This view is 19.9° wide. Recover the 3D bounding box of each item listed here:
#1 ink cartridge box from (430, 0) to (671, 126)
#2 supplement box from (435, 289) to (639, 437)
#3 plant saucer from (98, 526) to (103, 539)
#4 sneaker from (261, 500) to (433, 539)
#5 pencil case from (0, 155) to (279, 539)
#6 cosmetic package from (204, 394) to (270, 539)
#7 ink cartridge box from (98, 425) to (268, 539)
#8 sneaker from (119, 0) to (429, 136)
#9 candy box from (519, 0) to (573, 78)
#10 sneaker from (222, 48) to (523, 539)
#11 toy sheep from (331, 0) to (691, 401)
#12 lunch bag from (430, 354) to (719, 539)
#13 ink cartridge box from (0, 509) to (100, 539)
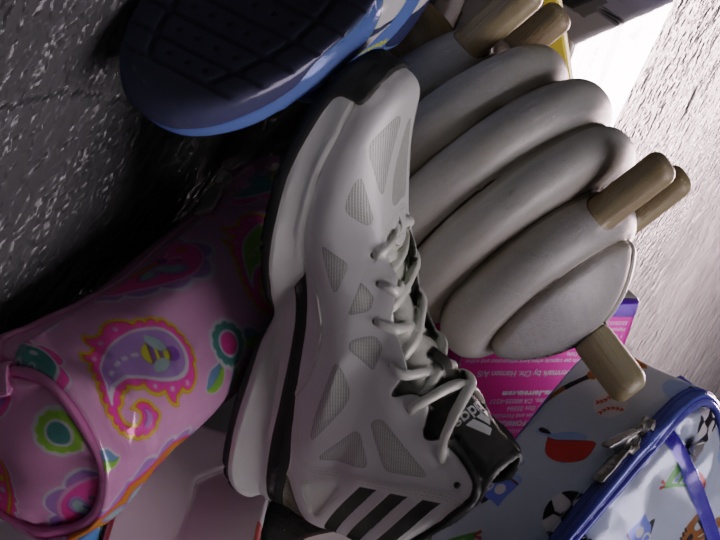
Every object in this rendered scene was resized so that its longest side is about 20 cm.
[{"bbox_3d":[0.084,-0.095,1.093,0.200,0.066,0.117,-29,148,-59],"label":"ink cartridge box"},{"bbox_3d":[0.046,0.077,1.028,0.103,0.101,0.202,2,118,-32],"label":"supplement box"},{"bbox_3d":[-0.132,0.147,0.987,0.201,0.027,0.201,-52,162,-24],"label":"plant saucer"},{"bbox_3d":[0.038,0.135,0.932,0.199,0.074,0.081,8,103,-37],"label":"sneaker"},{"bbox_3d":[-0.080,0.027,0.835,0.200,0.087,0.088,-41,157,-48],"label":"pencil case"},{"bbox_3d":[-0.035,0.155,0.983,0.051,0.082,0.202,-29,122,-76],"label":"cosmetic package"},{"bbox_3d":[-0.100,0.177,0.899,0.117,0.067,0.201,-80,-171,-59],"label":"ink cartridge box"},{"bbox_3d":[-0.018,-0.103,0.795,0.200,0.074,0.083,-45,161,-37],"label":"sneaker"},{"bbox_3d":[0.085,-0.100,0.953,0.102,0.026,0.202,-89,169,-67],"label":"candy box"},{"bbox_3d":[0.021,0.021,0.788,0.076,0.115,0.202,-36,144,-53],"label":"sneaker"},{"bbox_3d":[0.059,-0.033,0.861,0.137,0.201,0.138,-31,163,-11],"label":"toy sheep"},{"bbox_3d":[0.113,0.135,0.906,0.160,0.075,0.201,-45,137,-19],"label":"lunch bag"},{"bbox_3d":[-0.184,0.183,0.824,0.116,0.066,0.201,-36,152,-55],"label":"ink cartridge box"}]
